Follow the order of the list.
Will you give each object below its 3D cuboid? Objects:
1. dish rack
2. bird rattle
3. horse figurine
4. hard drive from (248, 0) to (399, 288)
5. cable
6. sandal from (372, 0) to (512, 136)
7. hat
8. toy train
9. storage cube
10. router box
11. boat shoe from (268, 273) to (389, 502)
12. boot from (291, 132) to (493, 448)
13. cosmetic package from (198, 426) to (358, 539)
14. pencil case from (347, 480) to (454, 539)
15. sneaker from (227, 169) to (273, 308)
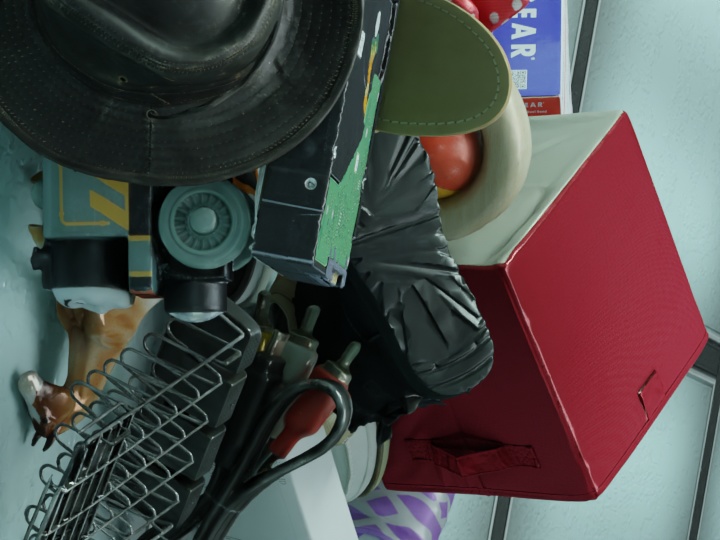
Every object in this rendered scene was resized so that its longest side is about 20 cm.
[{"bbox_3d":[-0.129,0.101,1.572,0.200,0.054,0.154,-35,151,-56],"label":"dish rack"},{"bbox_3d":[0.036,-0.100,1.789,0.163,0.200,0.113,52,24,-3],"label":"bird rattle"},{"bbox_3d":[-0.127,-0.016,1.590,0.200,0.050,0.133,-57,142,-43],"label":"horse figurine"},{"bbox_3d":[-0.013,-0.096,1.506,0.140,0.038,0.201,33,67,-82],"label":"hard drive"},{"bbox_3d":[-0.062,0.115,1.687,0.050,0.097,0.201,11,105,-59],"label":"cable"},{"bbox_3d":[-0.006,-0.112,1.620,0.070,0.211,0.078,20,80,-68],"label":"sandal"},{"bbox_3d":[-0.097,-0.128,1.394,0.081,0.199,0.202,-88,-175,-85],"label":"hat"},{"bbox_3d":[-0.108,-0.075,1.487,0.085,0.113,0.201,24,65,-86],"label":"toy train"},{"bbox_3d":[0.091,0.021,1.918,0.200,0.170,0.180,-48,126,-40],"label":"storage cube"},{"bbox_3d":[0.119,-0.117,2.073,0.201,0.049,0.180,-85,172,-46],"label":"router box"},{"bbox_3d":[-0.031,0.071,1.866,0.068,0.074,0.201,-41,138,-37],"label":"boat shoe"},{"bbox_3d":[0.001,-0.001,1.717,0.199,0.073,0.162,65,-19,0],"label":"boot"},{"bbox_3d":[-0.055,0.141,1.800,0.200,0.082,0.051,74,31,-48],"label":"cosmetic package"},{"bbox_3d":[0.032,0.122,2.039,0.086,0.084,0.201,-53,-170,55],"label":"pencil case"},{"bbox_3d":[-0.063,-0.071,1.725,0.092,0.075,0.201,27,80,-77],"label":"sneaker"}]
